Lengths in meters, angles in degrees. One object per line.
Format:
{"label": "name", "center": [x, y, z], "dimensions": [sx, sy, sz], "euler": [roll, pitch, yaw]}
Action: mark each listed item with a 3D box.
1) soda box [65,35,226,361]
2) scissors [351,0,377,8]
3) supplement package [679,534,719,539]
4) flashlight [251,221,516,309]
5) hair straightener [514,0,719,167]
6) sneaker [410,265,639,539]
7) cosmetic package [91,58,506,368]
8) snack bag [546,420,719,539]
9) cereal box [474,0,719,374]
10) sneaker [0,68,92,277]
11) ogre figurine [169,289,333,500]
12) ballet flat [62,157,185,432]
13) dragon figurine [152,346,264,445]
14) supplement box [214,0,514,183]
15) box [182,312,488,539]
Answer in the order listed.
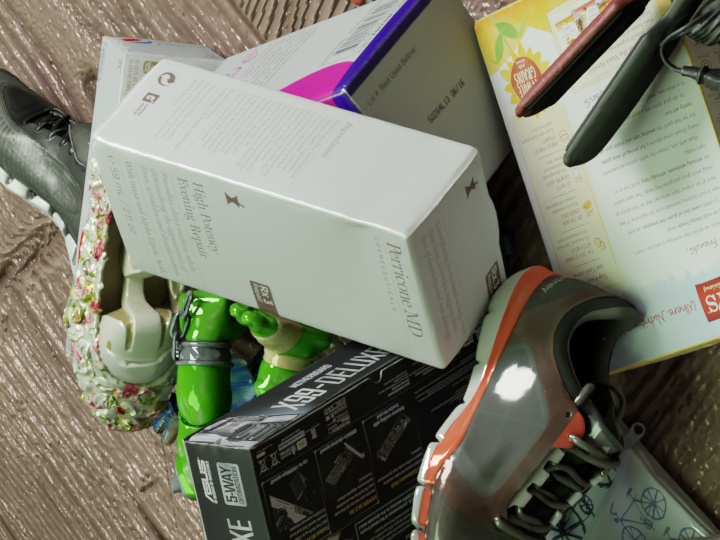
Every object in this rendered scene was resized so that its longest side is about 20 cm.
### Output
{"label": "soda box", "center": [-0.129, -0.037, 1.752], "dimensions": [0.064, 0.068, 0.201], "euler": [-140, 56, -67]}
{"label": "scissors", "center": [-0.007, -0.162, 1.586], "dimensions": [0.200, 0.014, 0.073], "euler": [43, 144, 5]}
{"label": "supplement package", "center": [0.160, 0.225, 1.482], "dimensions": [0.200, 0.111, 0.156], "euler": [-15, 97, 45]}
{"label": "flashlight", "center": [0.000, 0.000, 1.651], "dimensions": [0.200, 0.068, 0.068], "euler": [-7, 98, 50]}
{"label": "hair straightener", "center": [0.164, -0.120, 1.401], "dimensions": [0.200, 0.041, 0.077], "euler": [-47, 75, 21]}
{"label": "sneaker", "center": [0.087, 0.094, 1.461], "dimensions": [0.082, 0.077, 0.201], "euler": [8, 77, 36]}
{"label": "cosmetic package", "center": [-0.031, -0.030, 1.500], "dimensions": [0.199, 0.074, 0.102], "euler": [18, 143, 31]}
{"label": "snack bag", "center": [0.119, 0.158, 1.600], "dimensions": [0.200, 0.021, 0.189], "euler": [50, 136, 27]}
{"label": "cereal box", "center": [0.142, -0.056, 1.485], "dimensions": [0.144, 0.039, 0.201], "euler": [-20, 87, 50]}
{"label": "sneaker", "center": [-0.176, -0.066, 1.843], "dimensions": [0.200, 0.066, 0.091], "euler": [52, 134, 19]}
{"label": "ogre figurine", "center": [-0.027, 0.095, 1.649], "dimensions": [0.199, 0.098, 0.120], "euler": [19, 94, 2]}
{"label": "ballet flat", "center": [-0.131, 0.004, 1.693], "dimensions": [0.064, 0.075, 0.201], "euler": [-142, 52, -66]}
{"label": "dragon figurine", "center": [-0.060, 0.074, 1.754], "dimensions": [0.100, 0.059, 0.200], "euler": [59, 140, 17]}
{"label": "supplement box", "center": [-0.015, -0.072, 1.594], "dimensions": [0.200, 0.101, 0.103], "euler": [-13, 121, 51]}
{"label": "box", "center": [0.007, 0.122, 1.508], "dimensions": [0.050, 0.200, 0.158], "euler": [4, 114, 41]}
